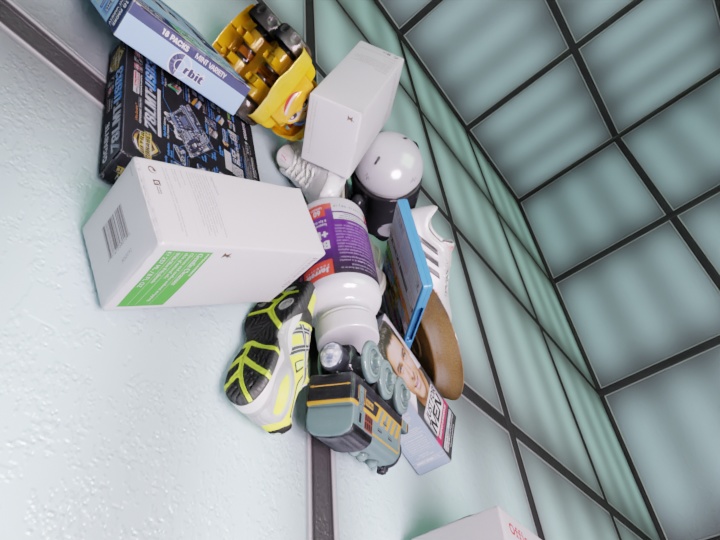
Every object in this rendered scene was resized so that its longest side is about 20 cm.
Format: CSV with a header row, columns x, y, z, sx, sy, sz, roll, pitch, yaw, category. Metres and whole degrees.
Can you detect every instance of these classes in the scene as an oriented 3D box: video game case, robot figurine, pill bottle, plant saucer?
x,y,z,sx,sy,sz,roll,pitch,yaw,category
0.064,0.017,0.806,0.203,0.017,0.147,100,-20,-55,video game case
0.041,-0.143,0.931,0.202,0.120,0.155,97,-6,-58,robot figurine
-0.031,0.011,0.729,0.110,0.110,0.205,33,34,-43,pill bottle
0.101,0.113,0.863,0.200,0.034,0.208,162,-89,-76,plant saucer

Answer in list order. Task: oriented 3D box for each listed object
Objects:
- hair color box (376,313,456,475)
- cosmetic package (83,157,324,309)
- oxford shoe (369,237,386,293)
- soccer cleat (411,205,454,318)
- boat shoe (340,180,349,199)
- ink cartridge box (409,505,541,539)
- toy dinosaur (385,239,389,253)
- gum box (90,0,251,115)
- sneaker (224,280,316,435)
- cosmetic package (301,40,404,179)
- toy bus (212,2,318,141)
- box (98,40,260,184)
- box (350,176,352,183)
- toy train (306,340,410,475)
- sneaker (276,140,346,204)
x,y,z,sx,sy,sz,roll,pitch,yaw,category
0.060,0.177,0.781,0.203,0.060,0.099,54,24,-10,hair color box
-0.141,-0.028,0.517,0.197,0.107,0.087,1,58,-53,cosmetic package
0.000,0.000,0.849,0.058,0.074,0.202,54,17,-23,oxford shoe
0.126,-0.009,0.899,0.206,0.083,0.069,68,18,-7,soccer cleat
-0.047,-0.167,0.946,0.062,0.073,0.206,23,37,-39,boat shoe
0.145,0.402,0.588,0.147,0.142,0.204,43,28,-31,ink cartridge box
0.106,-0.033,1.113,0.200,0.098,0.141,49,34,-66,toy dinosaur
-0.242,-0.291,0.652,0.201,0.045,0.168,49,13,33,gum box
-0.088,0.089,0.595,0.078,0.073,0.203,63,26,-28,sneaker
-0.008,-0.245,0.808,0.082,0.110,0.202,24,45,6,cosmetic package
-0.119,-0.264,0.809,0.201,0.136,0.192,49,4,39,toy bus
-0.204,-0.148,0.641,0.196,0.049,0.205,29,37,-46,box
0.000,-0.204,1.003,0.202,0.048,0.077,78,-3,-56,box
0.002,0.164,0.637,0.201,0.082,0.118,54,36,-49,toy train
-0.086,-0.149,0.836,0.097,0.079,0.201,26,14,-28,sneaker
